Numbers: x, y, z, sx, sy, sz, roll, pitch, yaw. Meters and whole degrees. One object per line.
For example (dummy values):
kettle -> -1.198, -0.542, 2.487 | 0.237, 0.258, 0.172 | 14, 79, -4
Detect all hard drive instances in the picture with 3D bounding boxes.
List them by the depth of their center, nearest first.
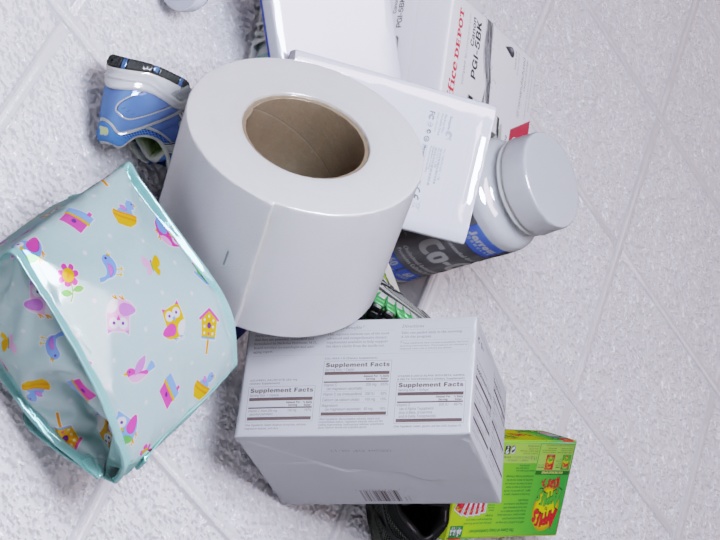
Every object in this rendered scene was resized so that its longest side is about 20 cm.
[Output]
hard drive -> 0.016, -0.111, 1.783 | 0.200, 0.025, 0.132 | 14, 89, -19
hard drive -> -0.024, -0.194, 1.816 | 0.132, 0.025, 0.200 | -12, 97, -34

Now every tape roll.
tape roll -> -0.062, -0.062, 1.622 | 0.203, 0.139, 0.203 | 12, 41, -10

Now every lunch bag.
lunch bag -> -0.198, 0.045, 1.523 | 0.200, 0.122, 0.170 | 57, 41, -11

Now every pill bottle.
pill bottle -> 0.103, -0.063, 1.894 | 0.114, 0.200, 0.114 | 24, 58, -47

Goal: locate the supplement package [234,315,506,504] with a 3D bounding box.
supplement package -> 0.014, 0.122, 1.678 | 0.156, 0.200, 0.111 | 64, 28, -59

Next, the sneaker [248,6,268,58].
sneaker -> -0.069, -0.214, 1.848 | 0.080, 0.070, 0.200 | 3, 75, -50

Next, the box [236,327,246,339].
box -> -0.143, 0.013, 1.691 | 0.200, 0.032, 0.121 | -44, 113, -50

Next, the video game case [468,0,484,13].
video game case -> 0.044, -0.319, 2.068 | 0.200, 0.036, 0.181 | -41, 110, -52

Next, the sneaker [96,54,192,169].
sneaker -> -0.160, -0.123, 1.702 | 0.200, 0.076, 0.077 | 22, 85, -50

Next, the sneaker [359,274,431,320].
sneaker -> 0.000, 0.000, 1.800 | 0.200, 0.078, 0.085 | 42, 58, -12

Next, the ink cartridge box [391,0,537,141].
ink cartridge box -> 0.097, -0.183, 2.004 | 0.200, 0.083, 0.147 | 30, 64, -55

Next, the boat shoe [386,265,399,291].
boat shoe -> 0.018, 0.071, 1.880 | 0.063, 0.073, 0.200 | -21, 103, -12

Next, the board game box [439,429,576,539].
board game box -> 0.134, 0.210, 1.941 | 0.200, 0.048, 0.102 | 8, 96, -52

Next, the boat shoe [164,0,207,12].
boat shoe -> -0.158, -0.328, 1.775 | 0.057, 0.069, 0.200 | 5, 71, -53

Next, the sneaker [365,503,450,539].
sneaker -> 0.035, 0.162, 1.795 | 0.076, 0.114, 0.200 | -11, 85, -25
